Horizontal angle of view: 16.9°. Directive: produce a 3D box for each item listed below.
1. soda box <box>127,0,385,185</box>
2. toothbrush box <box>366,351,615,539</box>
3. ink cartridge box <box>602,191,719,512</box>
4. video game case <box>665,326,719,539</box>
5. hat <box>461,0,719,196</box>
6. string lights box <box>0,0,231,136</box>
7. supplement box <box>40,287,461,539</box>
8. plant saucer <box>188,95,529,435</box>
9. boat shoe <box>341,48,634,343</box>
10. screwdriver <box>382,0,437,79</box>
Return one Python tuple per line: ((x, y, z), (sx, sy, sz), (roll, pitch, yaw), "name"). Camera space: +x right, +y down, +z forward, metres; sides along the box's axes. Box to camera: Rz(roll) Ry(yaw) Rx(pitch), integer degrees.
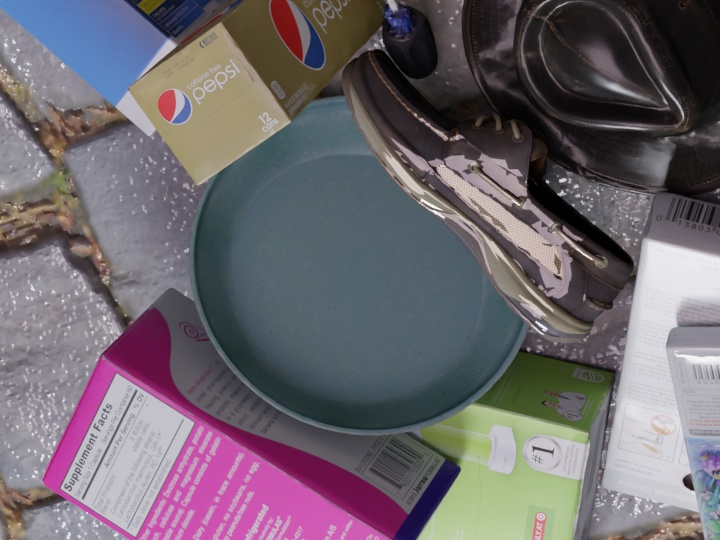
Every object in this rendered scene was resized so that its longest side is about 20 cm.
((-0.050, -0.119, 1.302), (0.068, 0.200, 0.064), (-32, 100, 25), "soda box")
((0.039, 0.119, 1.441), (0.199, 0.086, 0.146), (11, 115, 12), "toothbrush box")
((0.230, 0.059, 1.393), (0.162, 0.057, 0.200), (14, 136, 11), "ink cartridge box")
((0.283, 0.106, 1.365), (0.199, 0.024, 0.183), (-1, 128, 21), "video game case")
((0.144, -0.119, 1.311), (0.200, 0.081, 0.201), (6, 113, 13), "hat")
((-0.163, -0.175, 1.367), (0.200, 0.103, 0.059), (41, 118, -3), "string lights box")
((-0.062, 0.115, 1.368), (0.200, 0.101, 0.104), (33, 119, 5), "supplement box")
((0.000, 0.000, 1.376), (0.200, 0.200, 0.036), (32, 160, 1), "plant saucer")
((0.074, -0.052, 1.338), (0.073, 0.075, 0.200), (-42, 92, 16), "boat shoe")
((0.013, -0.144, 1.291), (0.028, 0.200, 0.029), (25, 84, 18), "screwdriver")
